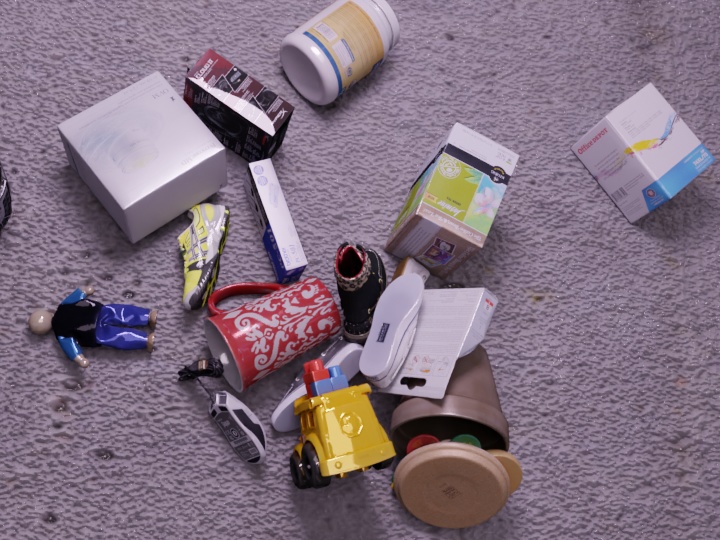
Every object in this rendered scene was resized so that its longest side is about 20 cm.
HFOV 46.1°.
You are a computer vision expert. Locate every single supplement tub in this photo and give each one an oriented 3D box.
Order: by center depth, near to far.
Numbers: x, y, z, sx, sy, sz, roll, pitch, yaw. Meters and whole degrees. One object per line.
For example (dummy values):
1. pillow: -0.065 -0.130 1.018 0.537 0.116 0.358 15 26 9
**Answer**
1. supplement tub: -0.037 -0.421 1.588 0.200 0.145 0.145 -41 86 -21

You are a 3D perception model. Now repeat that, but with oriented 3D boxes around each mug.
1. mug: -0.153 0.080 1.415 0.199 0.133 0.178 -26 83 -23

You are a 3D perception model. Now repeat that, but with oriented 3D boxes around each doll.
1. doll: -0.437 0.093 1.380 0.199 0.048 0.137 7 71 -12

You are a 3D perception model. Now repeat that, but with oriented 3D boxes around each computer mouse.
1. computer mouse: -0.212 0.227 1.383 0.200 0.110 0.044 56 46 -6

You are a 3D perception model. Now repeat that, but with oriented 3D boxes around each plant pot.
1. plant pot: 0.154 0.216 1.433 0.199 0.200 0.174 16 53 -9

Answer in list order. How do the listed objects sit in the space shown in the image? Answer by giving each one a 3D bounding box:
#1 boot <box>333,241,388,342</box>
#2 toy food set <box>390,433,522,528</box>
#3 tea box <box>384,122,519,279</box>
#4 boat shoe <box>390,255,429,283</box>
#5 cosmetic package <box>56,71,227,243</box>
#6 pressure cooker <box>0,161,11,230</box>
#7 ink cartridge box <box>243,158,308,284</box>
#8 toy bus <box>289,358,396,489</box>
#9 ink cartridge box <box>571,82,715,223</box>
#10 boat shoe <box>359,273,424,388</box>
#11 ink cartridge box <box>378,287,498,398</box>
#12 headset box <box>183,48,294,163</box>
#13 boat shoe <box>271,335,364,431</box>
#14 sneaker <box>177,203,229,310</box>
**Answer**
1. boot: 0.001 0.001 1.437 0.073 0.154 0.204 1 45 9
2. toy food set: 0.149 0.346 1.393 0.197 0.200 0.049 28 32 -11
3. tea box: 0.159 -0.118 1.514 0.133 0.200 0.197 26 68 -6
4. boat shoe: 0.075 0.073 1.504 0.069 0.071 0.201 27 70 -11
5. cosmetic package: -0.363 -0.192 1.429 0.199 0.123 0.200 -36 74 -21
6. pressure cooker: -0.645 -0.136 1.317 0.178 0.200 0.177 -13 76 -18
7. ink cartridge box: -0.150 -0.084 1.483 0.044 0.094 0.201 -17 78 -18
8. toy bus: -0.051 0.239 1.347 0.135 0.200 0.193 -13 79 -23
9. ink cartridge box: 0.555 -0.231 1.679 0.146 0.147 0.200 -36 85 -21
10. boat shoe: 0.056 0.100 1.410 0.073 0.065 0.201 14 65 32
11. ink cartridge box: 0.129 0.124 1.403 0.050 0.162 0.201 35 67 -32
12. headset box: -0.228 -0.286 1.496 0.200 0.149 0.077 35 68 -1
13. boat shoe: -0.079 0.186 1.433 0.200 0.070 0.066 -45 43 -2
14. sneaker: -0.279 -0.024 1.451 0.076 0.075 0.201 11 61 -2
